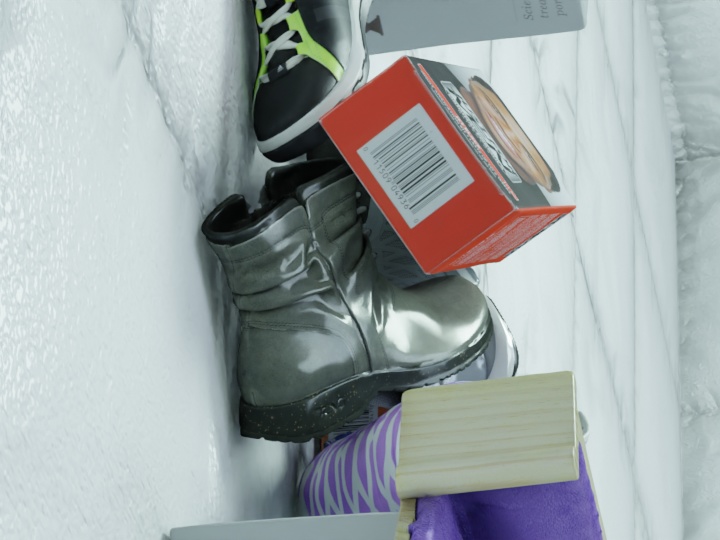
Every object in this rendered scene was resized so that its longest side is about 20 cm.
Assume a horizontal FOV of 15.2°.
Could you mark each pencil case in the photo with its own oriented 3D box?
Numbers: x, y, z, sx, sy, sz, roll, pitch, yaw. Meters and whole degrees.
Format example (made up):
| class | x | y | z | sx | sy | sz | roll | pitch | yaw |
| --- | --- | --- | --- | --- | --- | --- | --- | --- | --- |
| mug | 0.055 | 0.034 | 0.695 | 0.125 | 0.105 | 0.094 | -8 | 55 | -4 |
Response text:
| class | x | y | z | sx | sy | sz | roll | pitch | yaw |
| --- | --- | --- | --- | --- | --- | --- | --- | --- | --- |
| pencil case | 0.031 | 0.112 | 1.428 | 0.200 | 0.085 | 0.084 | 146 | -68 | -69 |

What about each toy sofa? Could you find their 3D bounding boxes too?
| class | x | y | z | sx | sy | sz | roll | pitch | yaw |
| --- | --- | --- | --- | --- | --- | --- | --- | --- | --- |
| toy sofa | 0.074 | 0.149 | 1.234 | 0.098 | 0.083 | 0.200 | -85 | 164 | -48 |

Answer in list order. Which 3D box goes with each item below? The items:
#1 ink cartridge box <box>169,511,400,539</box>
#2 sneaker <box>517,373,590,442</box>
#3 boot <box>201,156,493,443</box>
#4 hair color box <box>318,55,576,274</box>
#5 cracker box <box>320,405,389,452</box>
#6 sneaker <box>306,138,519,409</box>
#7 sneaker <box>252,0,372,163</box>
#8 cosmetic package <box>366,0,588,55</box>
| class | x | y | z | sx | sy | sz | roll | pitch | yaw |
| --- | --- | --- | --- | --- | --- | --- | --- | --- | --- |
| ink cartridge box | -0.018 | 0.155 | 1.271 | 0.200 | 0.116 | 0.067 | 43 | 43 | -74 |
| sneaker | 0.129 | 0.154 | 2.046 | 0.200 | 0.099 | 0.075 | 75 | 13 | -45 |
| boot | 0.000 | 0.000 | 1.411 | 0.200 | 0.068 | 0.131 | -26 | 115 | -49 |
| hair color box | 0.051 | -0.056 | 1.452 | 0.102 | 0.061 | 0.200 | 55 | 11 | 5 |
| cracker box | 0.023 | 0.156 | 1.625 | 0.200 | 0.058 | 0.134 | 61 | 27 | -61 |
| sneaker | -0.002 | 0.001 | 1.538 | 0.200 | 0.115 | 0.075 | 57 | -35 | 19 |
| sneaker | -0.042 | -0.147 | 1.479 | 0.083 | 0.072 | 0.200 | 36 | 43 | -29 |
| cosmetic package | 0.055 | -0.260 | 1.697 | 0.200 | 0.165 | 0.165 | -81 | 160 | -51 |
